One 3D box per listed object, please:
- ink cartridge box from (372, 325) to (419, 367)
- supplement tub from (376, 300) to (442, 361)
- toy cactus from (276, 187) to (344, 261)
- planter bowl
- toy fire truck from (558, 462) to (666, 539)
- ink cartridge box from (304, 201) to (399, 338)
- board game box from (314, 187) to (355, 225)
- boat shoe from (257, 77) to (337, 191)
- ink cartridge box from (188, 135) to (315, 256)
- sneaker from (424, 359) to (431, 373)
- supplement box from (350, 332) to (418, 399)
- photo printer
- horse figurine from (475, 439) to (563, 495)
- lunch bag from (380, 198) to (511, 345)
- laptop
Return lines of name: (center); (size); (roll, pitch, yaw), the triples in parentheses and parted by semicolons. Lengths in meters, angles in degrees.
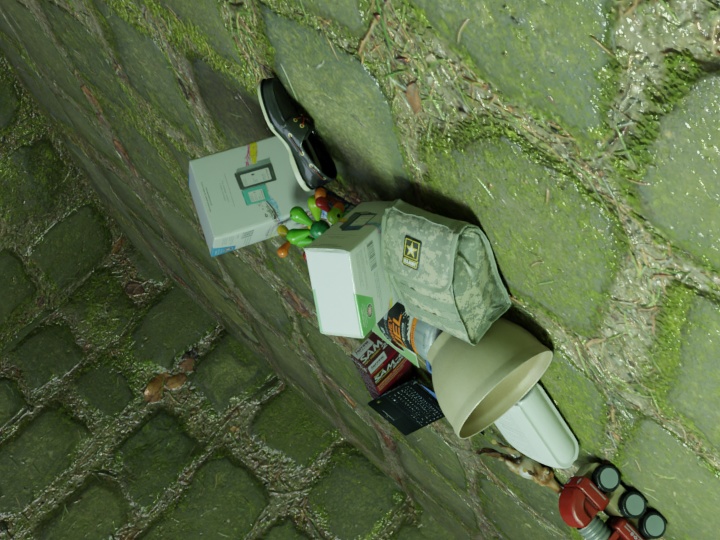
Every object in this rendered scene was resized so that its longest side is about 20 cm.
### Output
ink cartridge box: (0.069, 0.096, 1.954); (0.145, 0.048, 0.201); (37, 162, 30)
supplement tub: (0.106, 0.081, 1.690); (0.199, 0.123, 0.123); (26, 155, 49)
toy cactus: (-0.052, -0.051, 1.629); (0.163, 0.103, 0.200); (32, 148, -12)
planter bowl: (0.190, 0.150, 1.537); (0.135, 0.199, 0.201); (48, 166, 22)
toy fire truck: (0.409, 0.468, 1.709); (0.176, 0.200, 0.129); (45, 164, 0)
ink cartridge box: (0.004, -0.006, 1.524); (0.086, 0.200, 0.148); (3, 117, 30)
board game box: (-0.029, -0.066, 1.837); (0.135, 0.034, 0.201); (33, 158, 38)
boat shoe: (-0.103, -0.231, 1.593); (0.062, 0.074, 0.204); (-17, 111, 32)
ink cartridge box: (-0.192, -0.136, 1.719); (0.147, 0.197, 0.149); (135, 116, -74)
sneaker: (0.156, 0.170, 1.858); (0.075, 0.078, 0.201); (39, 162, 23)
supplement box: (0.057, 0.221, 2.178); (0.061, 0.109, 0.201); (34, 161, 36)
photo printer: (0.301, 0.270, 1.744); (0.201, 0.069, 0.166); (54, 162, -26)
horse figurine: (0.338, 0.406, 1.990); (0.198, 0.051, 0.132); (22, 170, 38)
lunch bag: (0.119, -0.007, 1.462); (0.163, 0.117, 0.202); (23, 148, 46)
laptop: (0.147, 0.333, 2.162); (0.177, 0.198, 0.105); (44, -155, -41)
